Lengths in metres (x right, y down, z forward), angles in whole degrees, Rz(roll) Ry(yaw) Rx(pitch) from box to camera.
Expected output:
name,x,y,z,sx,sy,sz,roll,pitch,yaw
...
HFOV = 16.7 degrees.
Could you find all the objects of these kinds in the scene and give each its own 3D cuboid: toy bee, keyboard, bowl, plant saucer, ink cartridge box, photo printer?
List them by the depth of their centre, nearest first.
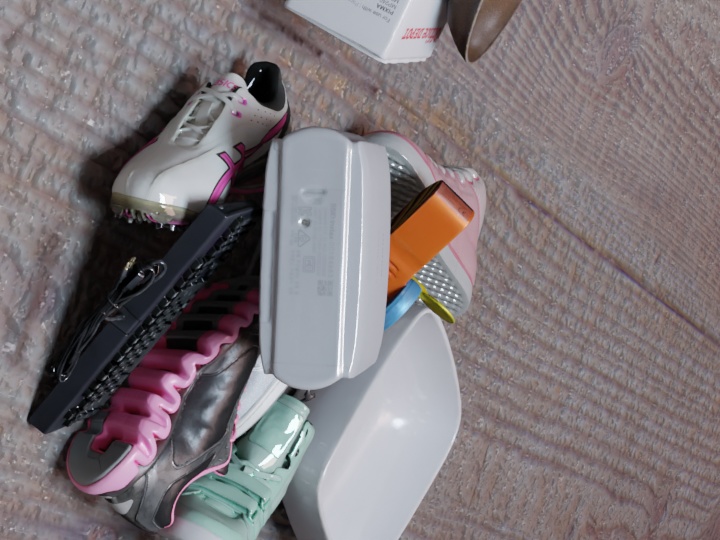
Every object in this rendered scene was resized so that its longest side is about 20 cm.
name,x,y,z,sx,sy,sz,roll,pitch,yaw
keyboard,-0.142,0.032,1.552,0.200,0.021,0.127,-50,163,22
photo printer,-0.020,-0.010,1.625,0.200,0.069,0.167,-11,103,-84
ink cartridge box,0.041,-0.248,1.673,0.200,0.084,0.145,-64,169,12
plant saucer,0.110,-0.239,1.713,0.200,0.032,0.200,-59,172,-14
toy bee,0.000,0.000,1.848,0.109,0.200,0.131,-80,145,-75
bowl,-0.002,0.134,1.954,0.200,0.075,0.200,-57,151,-26

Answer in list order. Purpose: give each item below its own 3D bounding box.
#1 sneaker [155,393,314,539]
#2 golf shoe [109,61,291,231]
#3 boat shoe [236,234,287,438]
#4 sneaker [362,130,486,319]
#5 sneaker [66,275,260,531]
name,x,y,z,sx,sy,sz,roll,pitch,yaw
sneaker,-0.087,0.140,1.738,0.118,0.074,0.200,-61,177,6
golf shoe,-0.105,-0.083,1.593,0.200,0.073,0.092,-37,136,-64
boat shoe,-0.071,0.029,1.753,0.065,0.074,0.202,36,75,-26
sneaker,0.044,-0.062,1.915,0.200,0.075,0.105,63,33,-45
sneaker,-0.111,0.092,1.667,0.200,0.079,0.095,-51,124,-21
